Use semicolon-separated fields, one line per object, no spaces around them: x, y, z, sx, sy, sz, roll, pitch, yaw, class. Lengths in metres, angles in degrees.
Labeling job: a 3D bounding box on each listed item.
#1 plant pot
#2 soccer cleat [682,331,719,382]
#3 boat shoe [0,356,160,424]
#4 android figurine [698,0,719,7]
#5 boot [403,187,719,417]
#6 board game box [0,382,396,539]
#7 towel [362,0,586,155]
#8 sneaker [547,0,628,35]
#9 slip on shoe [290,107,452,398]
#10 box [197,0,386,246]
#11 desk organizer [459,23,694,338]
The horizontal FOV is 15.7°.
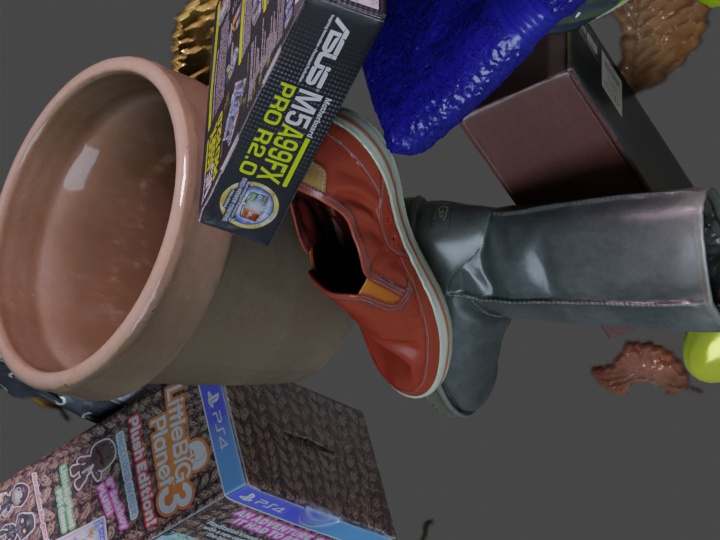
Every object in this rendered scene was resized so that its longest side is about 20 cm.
-0.097;-0.006;1.537;0.174;0.201;0.200;20;130;-38;plant pot
0.278;0.005;1.532;0.200;0.084;0.065;-35;131;-1;soccer cleat
-0.205;0.054;1.655;0.199;0.070;0.066;23;126;-27;boat shoe
0.275;-0.177;1.464;0.181;0.041;0.201;3;129;-1;android figurine
0.126;0.020;1.533;0.199;0.073;0.182;-3;138;16;boot
-0.109;0.157;1.680;0.199;0.097;0.159;-31;147;24;board game box
0.064;-0.173;1.400;0.049;0.148;0.200;20;131;-35;towel
0.145;-0.192;1.407;0.074;0.081;0.200;48;127;1;sneaker
0.000;0.000;1.475;0.074;0.061;0.201;23;146;38;slip on shoe
-0.036;-0.138;1.397;0.044;0.201;0.161;18;128;-14;box
0.137;-0.057;1.548;0.077;0.072;0.200;-22;126;22;desk organizer
